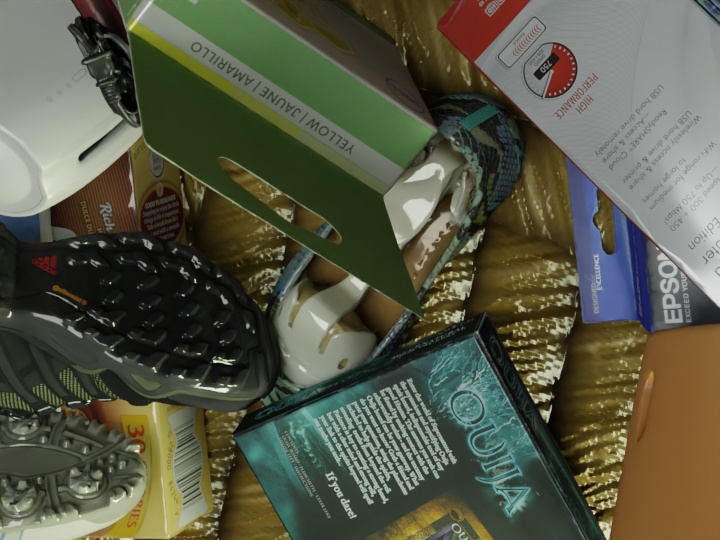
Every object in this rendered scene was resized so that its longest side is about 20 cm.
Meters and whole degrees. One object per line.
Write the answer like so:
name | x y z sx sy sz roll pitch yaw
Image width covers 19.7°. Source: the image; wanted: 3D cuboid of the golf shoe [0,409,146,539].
golf shoe | -0.194 0.128 1.006 0.199 0.079 0.098 -10 129 6

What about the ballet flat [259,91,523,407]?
ballet flat | 0.000 0.000 0.971 0.074 0.074 0.201 37 111 12

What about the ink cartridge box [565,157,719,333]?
ink cartridge box | 0.183 -0.025 0.908 0.199 0.039 0.100 -5 98 24

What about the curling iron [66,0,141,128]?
curling iron | -0.137 -0.152 0.915 0.025 0.050 0.201 -28 75 1

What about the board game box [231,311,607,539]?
board game box | 0.045 0.133 0.973 0.135 0.028 0.201 -24 103 21

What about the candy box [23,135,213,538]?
candy box | -0.144 0.030 1.042 0.116 0.056 0.201 -1 101 22

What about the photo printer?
photo printer | -0.182 -0.109 0.976 0.199 0.167 0.070 18 138 19

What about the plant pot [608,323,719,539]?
plant pot | 0.190 0.092 0.852 0.199 0.200 0.141 -3 85 23

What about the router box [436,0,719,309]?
router box | 0.162 -0.115 0.864 0.180 0.049 0.200 46 104 18

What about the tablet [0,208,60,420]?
tablet | -0.210 0.053 1.024 0.129 0.014 0.201 0 102 9

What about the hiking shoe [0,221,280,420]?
hiking shoe | -0.138 0.029 0.972 0.199 0.076 0.101 16 148 -13

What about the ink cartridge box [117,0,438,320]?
ink cartridge box | -0.033 -0.078 0.872 0.145 0.200 0.048 32 108 -26
